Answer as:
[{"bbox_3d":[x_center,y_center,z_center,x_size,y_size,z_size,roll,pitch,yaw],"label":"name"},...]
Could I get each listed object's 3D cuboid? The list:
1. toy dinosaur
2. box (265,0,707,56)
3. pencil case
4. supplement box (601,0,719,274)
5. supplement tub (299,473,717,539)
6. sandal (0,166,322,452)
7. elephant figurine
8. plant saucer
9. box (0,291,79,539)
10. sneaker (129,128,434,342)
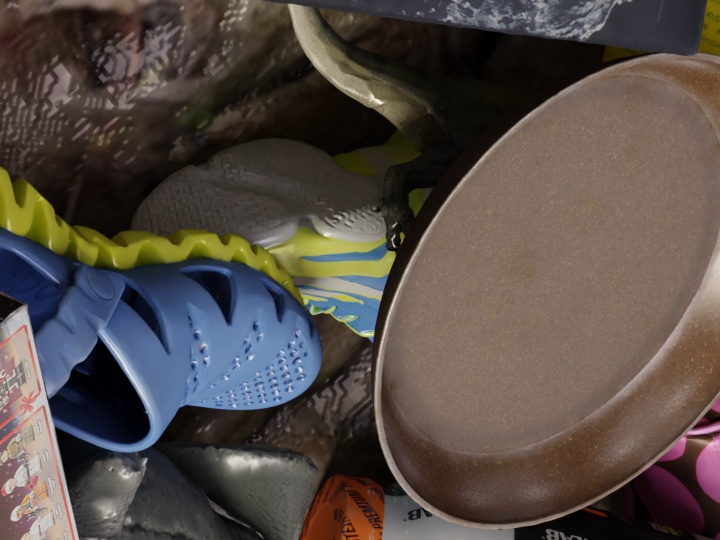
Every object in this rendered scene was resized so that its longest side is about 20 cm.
[{"bbox_3d":[0.039,-0.040,0.980,0.200,0.047,0.088,22,69,-31],"label":"toy dinosaur"},{"bbox_3d":[0.026,-0.185,0.872,0.200,0.117,0.197,3,102,-37],"label":"box"},{"bbox_3d":[0.165,0.114,1.213,0.091,0.094,0.200,-38,135,-20],"label":"pencil case"},{"bbox_3d":[0.172,-0.107,1.039,0.109,0.109,0.200,-32,139,-50],"label":"supplement box"},{"bbox_3d":[0.072,0.157,1.119,0.200,0.123,0.123,16,111,-12],"label":"supplement tub"},{"bbox_3d":[-0.087,0.028,0.902,0.200,0.087,0.079,13,134,-46],"label":"sandal"},{"bbox_3d":[-0.076,0.119,1.018,0.200,0.155,0.142,21,104,-36],"label":"elephant figurine"},{"bbox_3d":[0.080,0.004,0.969,0.200,0.032,0.201,-23,132,-27],"label":"plant saucer"},{"bbox_3d":[-0.152,0.073,0.853,0.040,0.137,0.200,-42,141,-35],"label":"box"},{"bbox_3d":[0.000,0.000,1.035,0.200,0.076,0.105,-14,126,-29],"label":"sneaker"}]
